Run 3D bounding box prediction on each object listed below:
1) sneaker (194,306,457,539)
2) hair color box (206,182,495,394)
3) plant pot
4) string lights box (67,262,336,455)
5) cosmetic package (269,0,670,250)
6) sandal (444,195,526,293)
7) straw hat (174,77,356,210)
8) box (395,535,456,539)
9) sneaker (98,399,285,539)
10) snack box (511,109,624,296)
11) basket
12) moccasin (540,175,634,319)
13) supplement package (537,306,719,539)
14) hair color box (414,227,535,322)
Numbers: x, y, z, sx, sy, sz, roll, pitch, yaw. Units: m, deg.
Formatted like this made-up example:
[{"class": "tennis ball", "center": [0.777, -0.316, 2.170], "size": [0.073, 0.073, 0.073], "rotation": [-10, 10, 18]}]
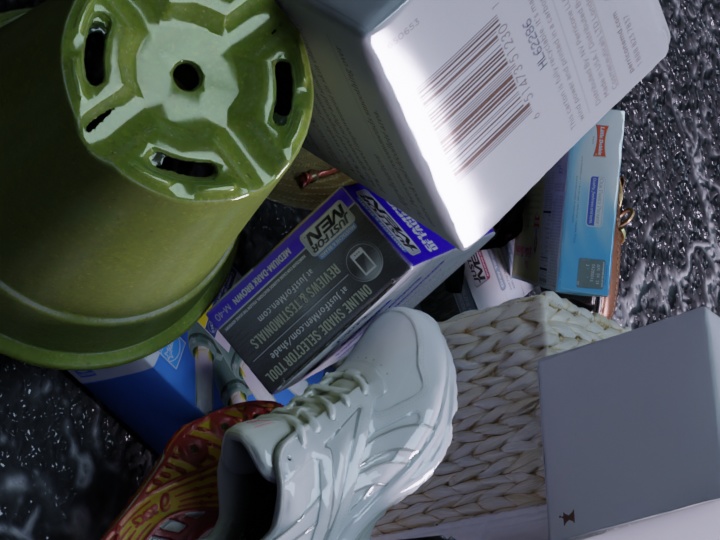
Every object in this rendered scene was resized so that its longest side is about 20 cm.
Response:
[{"class": "sneaker", "center": [-0.021, 0.093, 0.934], "size": [0.099, 0.078, 0.200], "rotation": [44, 62, -33]}, {"class": "hair color box", "center": [0.000, 0.000, 1.046], "size": [0.065, 0.109, 0.200], "rotation": [49, 17, 5]}, {"class": "plant pot", "center": [-0.116, -0.066, 0.879], "size": [0.200, 0.190, 0.201], "rotation": [7, 74, -24]}, {"class": "string lights box", "center": [-0.083, 0.065, 1.059], "size": [0.200, 0.059, 0.103], "rotation": [48, 43, -35]}, {"class": "cosmetic package", "center": [0.020, -0.153, 0.928], "size": [0.166, 0.200, 0.167], "rotation": [-44, 141, -13]}, {"class": "sandal", "center": [0.096, -0.067, 1.239], "size": [0.075, 0.048, 0.201], "rotation": [88, 16, -48]}, {"class": "straw hat", "center": [-0.076, -0.109, 1.098], "size": [0.201, 0.085, 0.202], "rotation": [16, 60, -30]}, {"class": "box", "center": [0.007, 0.210, 1.015], "size": [0.160, 0.200, 0.044], "rotation": [42, 49, -39]}, {"class": "sneaker", "center": [-0.103, 0.141, 0.972], "size": [0.073, 0.077, 0.200], "rotation": [46, 58, 5]}, {"class": "snack box", "center": [0.135, -0.046, 1.201], "size": [0.200, 0.037, 0.117], "rotation": [-140, -125, -86]}, {"class": "basket", "center": [0.096, 0.129, 1.180], "size": [0.198, 0.200, 0.161], "rotation": [22, 57, -49]}, {"class": "moccasin", "center": [0.164, -0.055, 1.340], "size": [0.078, 0.074, 0.202], "rotation": [9, 68, -48]}, {"class": "supplement package", "center": [0.207, 0.121, 1.057], "size": [0.200, 0.117, 0.117], "rotation": [29, 51, -44]}, {"class": "hair color box", "center": [0.096, -0.031, 1.347], "size": [0.200, 0.061, 0.099], "rotation": [-35, 108, -54]}]
